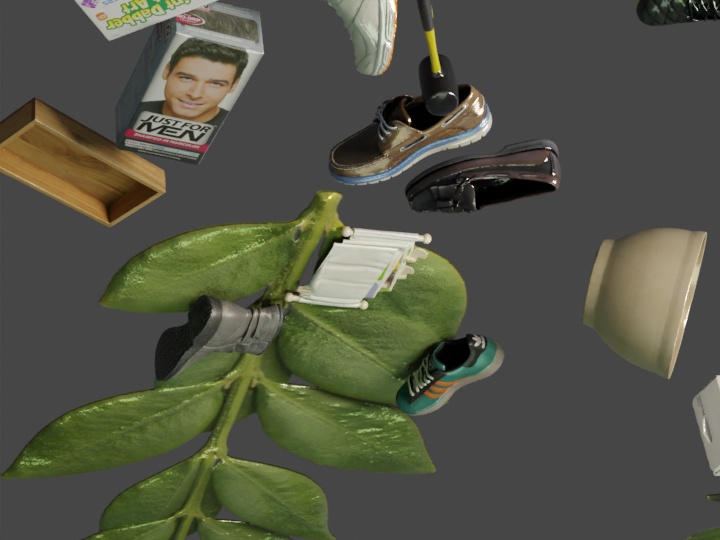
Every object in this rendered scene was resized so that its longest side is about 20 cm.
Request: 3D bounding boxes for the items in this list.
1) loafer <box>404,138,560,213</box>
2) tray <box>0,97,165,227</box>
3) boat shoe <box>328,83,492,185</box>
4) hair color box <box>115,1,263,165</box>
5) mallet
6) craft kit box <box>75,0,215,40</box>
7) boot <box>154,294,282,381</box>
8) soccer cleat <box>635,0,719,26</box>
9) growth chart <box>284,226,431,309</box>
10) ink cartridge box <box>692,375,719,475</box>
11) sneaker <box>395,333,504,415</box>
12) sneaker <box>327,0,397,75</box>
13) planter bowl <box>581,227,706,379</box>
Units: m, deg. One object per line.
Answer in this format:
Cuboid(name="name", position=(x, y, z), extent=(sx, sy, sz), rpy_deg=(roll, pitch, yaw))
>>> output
Cuboid(name="loafer", position=(0.150, -0.104, 1.742), extent=(0.198, 0.064, 0.072), rpy_deg=(-17, 147, 14))
Cuboid(name="tray", position=(-0.331, -0.122, 1.639), extent=(0.098, 0.037, 0.199), rpy_deg=(-28, 143, 29))
Cuboid(name="boat shoe", position=(0.049, -0.165, 1.629), extent=(0.198, 0.073, 0.073), rpy_deg=(-23, 142, 5))
Cuboid(name="hair color box", position=(-0.187, -0.202, 1.520), extent=(0.098, 0.061, 0.200), rpy_deg=(9, 144, -24))
Cuboid(name="mallet", position=(0.072, -0.260, 1.514), extent=(0.041, 0.066, 0.201), rpy_deg=(-11, 133, 4))
Cuboid(name="craft kit box", position=(-0.204, -0.321, 1.346), extent=(0.198, 0.049, 0.198), rpy_deg=(-17, 149, 16))
Cuboid(name="boot", position=(-0.200, 0.106, 2.003), extent=(0.130, 0.071, 0.200), rpy_deg=(9, 149, -34))
Cuboid(name="soccer cleat", position=(0.388, -0.290, 1.482), extent=(0.198, 0.082, 0.068), rpy_deg=(-17, 147, 14))
Cuboid(name="growth chart", position=(0.000, 0.000, 1.919), extent=(0.143, 0.018, 0.200), rpy_deg=(9, 144, -26))
Cuboid(name="ink cartridge box", position=(0.668, 0.260, 2.350), extent=(0.198, 0.146, 0.085), rpy_deg=(5, 145, -19))
Cuboid(name="sneaker", position=(0.118, 0.149, 2.139), extent=(0.199, 0.072, 0.080), rpy_deg=(-35, 135, 29))
Cuboid(name="sneaker", position=(-0.007, -0.282, 1.434), extent=(0.091, 0.076, 0.201), rpy_deg=(2, 140, -2))
Cuboid(name="planter bowl", position=(0.376, 0.030, 1.910), extent=(0.133, 0.202, 0.201), rpy_deg=(15, 152, 15))
